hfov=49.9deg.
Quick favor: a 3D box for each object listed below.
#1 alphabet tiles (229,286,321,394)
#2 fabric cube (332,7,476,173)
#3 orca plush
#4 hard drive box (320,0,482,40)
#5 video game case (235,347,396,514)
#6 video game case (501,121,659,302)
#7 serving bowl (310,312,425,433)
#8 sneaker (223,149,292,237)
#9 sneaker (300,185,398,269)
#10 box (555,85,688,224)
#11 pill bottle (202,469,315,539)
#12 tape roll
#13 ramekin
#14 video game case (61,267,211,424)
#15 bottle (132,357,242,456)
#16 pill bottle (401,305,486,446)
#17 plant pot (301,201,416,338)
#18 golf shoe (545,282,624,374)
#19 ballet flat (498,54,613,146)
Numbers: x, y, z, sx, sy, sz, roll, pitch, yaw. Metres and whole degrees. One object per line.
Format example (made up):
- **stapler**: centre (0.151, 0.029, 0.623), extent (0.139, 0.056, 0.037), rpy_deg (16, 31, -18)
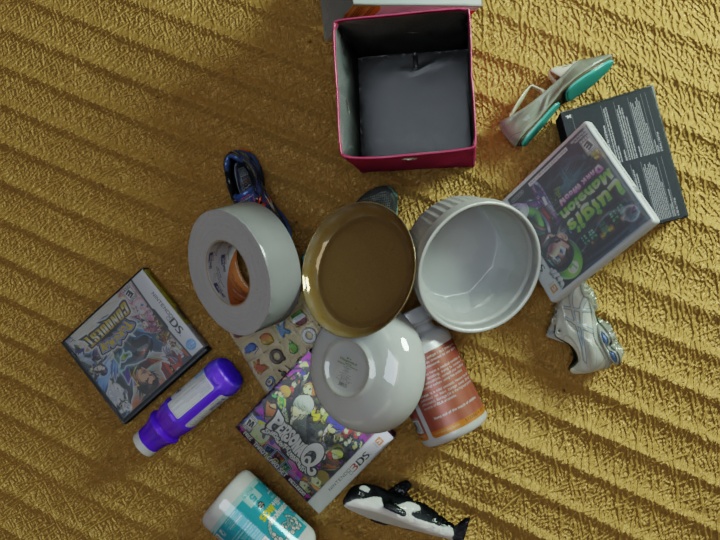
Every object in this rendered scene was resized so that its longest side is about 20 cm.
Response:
- **alphabet tiles**: centre (-0.121, 0.111, 1.286), extent (0.166, 0.006, 0.201), rpy_deg (-33, 86, 8)
- **fabric cube**: centre (0.073, -0.257, 1.159), extent (0.194, 0.199, 0.202), rpy_deg (-3, 90, 8)
- **orca plush**: centre (0.076, 0.366, 1.226), extent (0.198, 0.106, 0.072), rpy_deg (10, 60, 11)
- **hard drive box**: centre (0.056, -0.403, 1.147), extent (0.198, 0.156, 0.078), rpy_deg (-6, 89, -17)
- **video game case**: centre (-0.073, 0.261, 1.261), extent (0.200, 0.036, 0.181), rpy_deg (45, 96, 4)
- **video game case**: centre (0.309, -0.083, 1.134), extent (0.200, 0.023, 0.183), rpy_deg (-46, 60, 37)
- **serving bowl**: centre (-0.003, 0.146, 1.158), extent (0.199, 0.066, 0.202), rpy_deg (-2, 87, 35)
- **sneaker**: centre (-0.176, -0.106, 1.257), extent (0.075, 0.078, 0.201), rpy_deg (-29, 86, 8)
- **sneaker**: centre (-0.019, -0.057, 1.227), extent (0.200, 0.091, 0.078), rpy_deg (-45, 85, 6)
- **box**: centre (0.391, -0.157, 1.171), extent (0.140, 0.079, 0.202), rpy_deg (-15, 89, 6)
- **pill bottle**: centre (-0.148, 0.425, 1.239), extent (0.200, 0.111, 0.111), rpy_deg (40, 96, 6)
- **tape roll**: centre (-0.185, -0.003, 1.211), extent (0.199, 0.066, 0.202), rpy_deg (16, 115, 39)
- **ramekin**: centre (0.159, -0.017, 1.160), extent (0.198, 0.105, 0.202), rpy_deg (-6, 109, -16)
- **video game case**: centre (-0.383, 0.128, 1.317), extent (0.200, 0.025, 0.181), rpy_deg (-41, 85, 7)
- **bottle**: centre (-0.287, 0.227, 1.274), extent (0.200, 0.084, 0.065), rpy_deg (-40, 85, 8)
- **pill bottle**: centre (0.107, 0.159, 1.198), extent (0.111, 0.112, 0.201), rpy_deg (-25, 87, 8)
- **plant pot**: centre (0.000, 0.000, 1.132), extent (0.199, 0.027, 0.202), rpy_deg (-8, 76, 33)
- **golf shoe**: centre (0.321, 0.065, 1.186), extent (0.097, 0.078, 0.201), rpy_deg (-26, 85, 14)
- **ballet flat**: centre (0.297, -0.277, 1.192), extent (0.200, 0.067, 0.064), rpy_deg (-42, 74, 6)
